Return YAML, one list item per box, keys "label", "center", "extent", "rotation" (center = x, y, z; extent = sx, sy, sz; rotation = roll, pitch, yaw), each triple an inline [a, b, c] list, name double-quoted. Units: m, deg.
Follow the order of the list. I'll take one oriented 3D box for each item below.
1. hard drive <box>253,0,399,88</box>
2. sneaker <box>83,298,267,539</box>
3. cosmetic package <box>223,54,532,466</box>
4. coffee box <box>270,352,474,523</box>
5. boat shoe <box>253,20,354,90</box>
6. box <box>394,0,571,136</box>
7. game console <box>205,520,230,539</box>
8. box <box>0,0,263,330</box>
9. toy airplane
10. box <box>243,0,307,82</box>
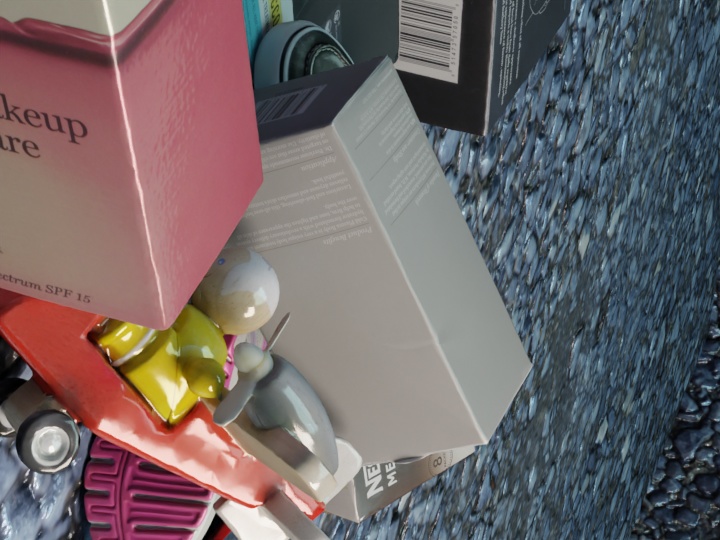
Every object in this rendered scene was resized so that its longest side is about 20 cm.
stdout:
- label: "hard drive"
  center: [-0.027, -0.140, 1.268]
  extent: [0.200, 0.033, 0.140]
  rotation: [-56, 154, -42]
- label: "sneaker"
  center: [-0.096, 0.085, 1.162]
  extent: [0.088, 0.081, 0.200]
  rotation: [42, 64, -69]
- label: "cosmetic package"
  center: [0.000, 0.000, 1.056]
  extent: [0.200, 0.107, 0.090]
  rotation: [64, 34, -23]
- label: "coffee box"
  center: [-0.004, 0.039, 1.234]
  extent: [0.113, 0.080, 0.200]
  rotation: [-26, 117, -40]
- label: "boat shoe"
  center: [0.007, -0.051, 1.120]
  extent: [0.072, 0.071, 0.200]
  rotation: [-42, 120, -34]
- label: "box"
  center: [0.079, -0.216, 1.433]
  extent: [0.200, 0.107, 0.149]
  rotation: [-54, 153, -49]
- label: "game console"
  center: [-0.057, 0.068, 1.384]
  extent: [0.173, 0.119, 0.200]
  rotation: [67, 27, -11]
- label: "box"
  center: [-0.125, -0.090, 0.843]
  extent: [0.200, 0.128, 0.109]
  rotation: [85, 26, -46]
- label: "toy airplane"
  center: [-0.074, 0.059, 1.007]
  extent: [0.141, 0.200, 0.199]
  rotation: [-62, 163, -2]
- label: "box"
  center: [-0.068, -0.162, 1.104]
  extent: [0.082, 0.049, 0.200]
  rotation: [86, 25, -47]
